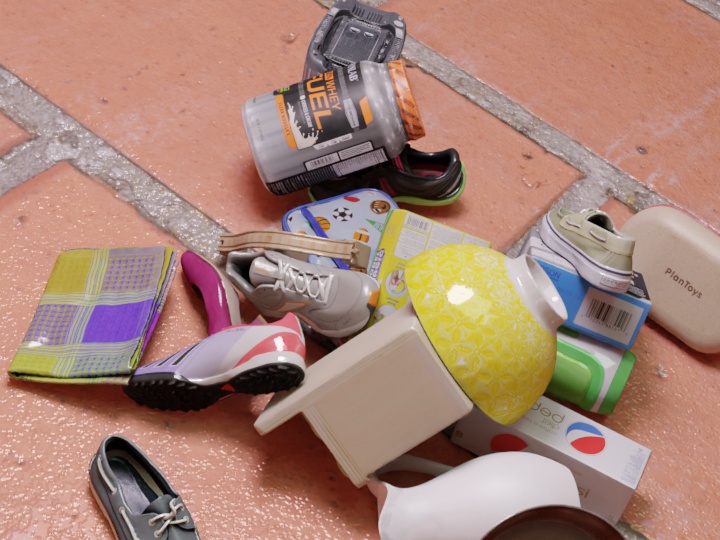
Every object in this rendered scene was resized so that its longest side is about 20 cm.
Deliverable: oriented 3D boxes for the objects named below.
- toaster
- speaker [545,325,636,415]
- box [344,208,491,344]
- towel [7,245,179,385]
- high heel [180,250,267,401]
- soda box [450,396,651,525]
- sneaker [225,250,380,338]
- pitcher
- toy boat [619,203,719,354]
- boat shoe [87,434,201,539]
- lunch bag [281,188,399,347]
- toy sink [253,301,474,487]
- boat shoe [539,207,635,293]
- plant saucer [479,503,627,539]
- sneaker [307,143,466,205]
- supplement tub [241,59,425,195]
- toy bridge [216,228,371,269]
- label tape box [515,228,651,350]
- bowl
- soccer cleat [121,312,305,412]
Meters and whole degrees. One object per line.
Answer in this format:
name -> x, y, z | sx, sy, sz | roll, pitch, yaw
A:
toaster -> -0.016, -0.246, 1.874 | 0.113, 0.129, 0.200 | 18, 44, 3
speaker -> 0.203, 0.088, 1.638 | 0.200, 0.089, 0.089 | 25, 45, 9
box -> 0.057, 0.046, 1.585 | 0.117, 0.048, 0.201 | 20, 85, -23
towel -> -0.284, 0.043, 1.558 | 0.143, 0.023, 0.200 | 1, 42, 12
high heel -> -0.169, 0.055, 1.594 | 0.096, 0.067, 0.200 | -42, 45, -5
soda box -> 0.201, 0.187, 1.553 | 0.200, 0.068, 0.064 | 27, 44, 10
sneaker -> -0.070, 0.019, 1.569 | 0.200, 0.092, 0.076 | 5, 71, 42
pitcher -> 0.108, 0.232, 1.461 | 0.199, 0.122, 0.172 | -5, 32, -6
toy boat -> 0.403, 0.006, 1.772 | 0.200, 0.131, 0.131 | 39, 18, 21
boat shoe -> -0.198, 0.239, 1.392 | 0.073, 0.062, 0.200 | -21, 55, -32
lunch bag -> 0.000, 0.000, 1.678 | 0.160, 0.076, 0.200 | -15, 51, -25
toy sink -> 0.012, 0.133, 1.477 | 0.112, 0.200, 0.130 | 55, 15, -6
boat shoe -> 0.256, -0.035, 1.603 | 0.072, 0.062, 0.200 | 15, 16, -19
plant saucer -> 0.174, 0.318, 1.371 | 0.200, 0.032, 0.201 | 0, 90, -14
sneaker -> 0.032, -0.119, 1.787 | 0.199, 0.084, 0.077 | -10, 50, -11
supplement tub -> -0.031, -0.173, 1.730 | 0.199, 0.123, 0.123 | -18, 48, 5
toy bridge -> -0.082, -0.027, 1.617 | 0.200, 0.067, 0.027 | 4, 79, 37
label tape box -> 0.248, 0.012, 1.674 | 0.144, 0.063, 0.200 | 22, 16, 0
bowl -> 0.144, 0.044, 1.476 | 0.200, 0.108, 0.200 | 49, 17, -21
soccer cleat -> -0.150, 0.095, 1.501 | 0.199, 0.068, 0.073 | -12, 53, 17
